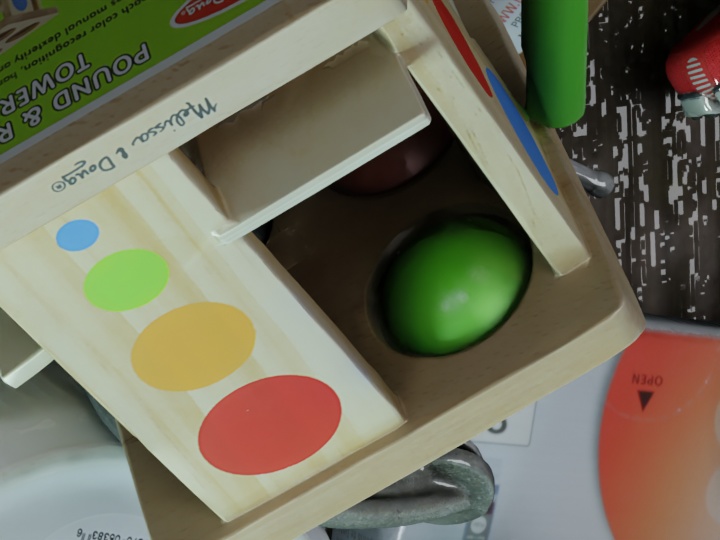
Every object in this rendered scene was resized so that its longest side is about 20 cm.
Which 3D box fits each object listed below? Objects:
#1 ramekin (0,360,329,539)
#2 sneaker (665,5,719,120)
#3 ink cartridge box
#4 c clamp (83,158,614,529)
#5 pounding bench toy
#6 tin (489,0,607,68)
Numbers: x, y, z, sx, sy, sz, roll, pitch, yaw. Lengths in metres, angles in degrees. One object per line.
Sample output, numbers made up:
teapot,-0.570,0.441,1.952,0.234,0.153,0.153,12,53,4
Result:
ramekin,-0.094,0.115,0.762,0.200,0.105,0.200,-4,99,-30
sneaker,0.151,-0.128,0.901,0.085,0.077,0.200,48,66,-15
ink cartridge box,0.065,0.111,0.888,0.162,0.050,0.200,6,91,-31
c clamp,0.000,0.000,0.784,0.171,0.027,0.200,25,40,-16
pounding bench toy,0.002,-0.047,0.636,0.200,0.124,0.156,-30,137,10
tin,-0.015,-0.104,0.691,0.200,0.042,0.112,19,120,-35
